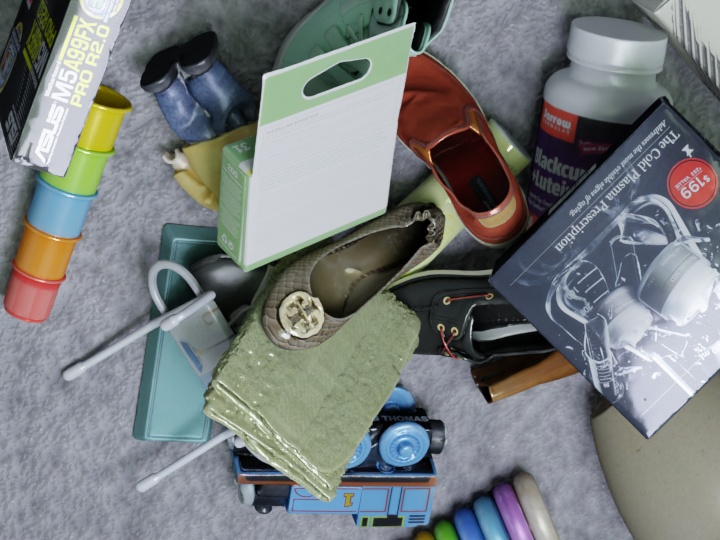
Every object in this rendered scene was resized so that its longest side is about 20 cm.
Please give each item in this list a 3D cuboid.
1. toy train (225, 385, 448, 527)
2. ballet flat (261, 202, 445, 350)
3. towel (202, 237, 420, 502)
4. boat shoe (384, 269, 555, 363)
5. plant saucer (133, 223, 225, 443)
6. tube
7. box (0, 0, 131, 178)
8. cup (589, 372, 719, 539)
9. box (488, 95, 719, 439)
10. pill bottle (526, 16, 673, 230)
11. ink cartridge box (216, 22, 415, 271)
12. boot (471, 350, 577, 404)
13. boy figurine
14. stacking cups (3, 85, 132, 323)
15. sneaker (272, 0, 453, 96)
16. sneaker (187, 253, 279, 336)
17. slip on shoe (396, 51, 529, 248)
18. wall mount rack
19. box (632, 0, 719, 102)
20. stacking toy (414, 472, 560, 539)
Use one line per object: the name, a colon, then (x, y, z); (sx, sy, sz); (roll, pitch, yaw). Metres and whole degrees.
toy train: (-0.023, 0.166, 1.749); (0.199, 0.087, 0.115); (1, 119, -13)
ballet flat: (0.000, 0.000, 1.614); (0.200, 0.046, 0.068); (-33, 98, -33)
towel: (-0.038, 0.074, 1.620); (0.148, 0.036, 0.200); (42, 55, -19)
boat shoe: (0.090, 0.042, 1.703); (0.200, 0.063, 0.074); (-8, 131, 15)
plant saucer: (-0.148, 0.059, 1.708); (0.070, 0.019, 0.201); (4, 109, -17)
tube: (0.060, -0.044, 1.709); (0.200, 0.052, 0.058); (-43, 82, 12)
box: (-0.225, -0.177, 1.493); (0.044, 0.200, 0.161); (18, 106, -20)
cup: (0.290, 0.151, 1.785); (0.200, 0.200, 0.143); (-44, 90, 5)
box: (0.236, -0.005, 1.586); (0.182, 0.104, 0.200); (44, 101, -1)
pill bottle: (0.204, -0.108, 1.686); (0.111, 0.111, 0.201); (2, 110, -16)
ink cartridge box: (-0.037, -0.105, 1.549); (0.145, 0.048, 0.201); (-23, 140, -29)
boot: (0.199, 0.062, 1.719); (0.199, 0.188, 0.069); (-19, 98, -8)
boy figurine: (-0.096, -0.097, 1.630); (0.124, 0.065, 0.200); (-23, 119, 19)
stacking cups: (-0.247, -0.055, 1.621); (0.060, 0.061, 0.201); (16, 111, -20)
sneaker: (-0.001, -0.179, 1.599); (0.074, 0.118, 0.201); (31, 102, -25)
sneaker: (-0.063, 0.061, 1.665); (0.200, 0.089, 0.074); (33, 133, -21)
slip on shoe: (0.073, -0.109, 1.622); (0.074, 0.201, 0.061); (-30, 157, 0)
wall mount rack: (-0.152, 0.099, 1.660); (0.074, 0.173, 0.201); (-36, 96, -41)
box: (0.320, -0.187, 1.705); (0.068, 0.082, 0.200); (-44, 114, 6)
stacking toy: (0.081, 0.260, 1.823); (0.199, 0.085, 0.086); (-22, 115, 2)
